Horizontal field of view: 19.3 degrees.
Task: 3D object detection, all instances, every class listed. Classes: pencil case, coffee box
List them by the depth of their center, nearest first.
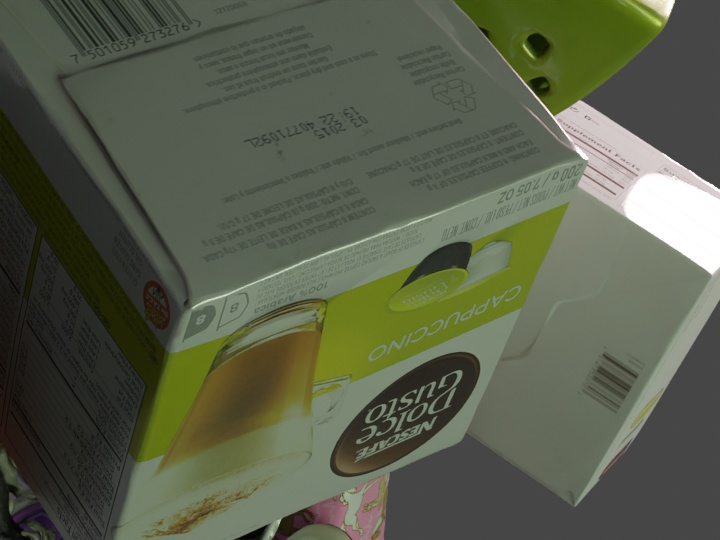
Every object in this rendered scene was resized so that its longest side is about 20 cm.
[{"bbox_3d":[-0.061,-0.022,0.901,0.199,0.200,0.198,-20,148,-32],"label":"coffee box"},{"bbox_3d":[-0.015,0.140,1.365,0.087,0.082,0.201,-72,168,-65],"label":"pencil case"}]

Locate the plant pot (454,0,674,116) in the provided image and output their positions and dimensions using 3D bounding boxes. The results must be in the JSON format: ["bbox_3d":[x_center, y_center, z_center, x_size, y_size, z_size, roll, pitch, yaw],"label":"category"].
[{"bbox_3d":[0.035,-0.167,1.054,0.182,0.199,0.200,-48,-168,39],"label":"plant pot"}]

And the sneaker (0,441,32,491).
[{"bbox_3d":[-0.119,0.040,1.163,0.200,0.075,0.090,-47,146,-16],"label":"sneaker"}]

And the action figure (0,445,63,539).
[{"bbox_3d":[-0.176,0.116,1.036,0.118,0.102,0.201,-7,92,-18],"label":"action figure"}]

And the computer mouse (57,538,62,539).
[{"bbox_3d":[-0.185,0.143,1.110,0.199,0.034,0.059,-6,91,-32],"label":"computer mouse"}]

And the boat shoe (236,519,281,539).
[{"bbox_3d":[-0.053,0.082,1.263,0.065,0.073,0.201,-101,-162,-69],"label":"boat shoe"}]

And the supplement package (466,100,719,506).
[{"bbox_3d":[0.140,0.020,1.388,0.111,0.156,0.200,-37,157,-55],"label":"supplement package"}]

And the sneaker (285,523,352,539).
[{"bbox_3d":[-0.068,0.225,1.258,0.200,0.070,0.094,-52,151,-20],"label":"sneaker"}]

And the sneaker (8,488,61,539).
[{"bbox_3d":[-0.145,0.159,1.179,0.200,0.083,0.081,-29,131,-45],"label":"sneaker"}]
